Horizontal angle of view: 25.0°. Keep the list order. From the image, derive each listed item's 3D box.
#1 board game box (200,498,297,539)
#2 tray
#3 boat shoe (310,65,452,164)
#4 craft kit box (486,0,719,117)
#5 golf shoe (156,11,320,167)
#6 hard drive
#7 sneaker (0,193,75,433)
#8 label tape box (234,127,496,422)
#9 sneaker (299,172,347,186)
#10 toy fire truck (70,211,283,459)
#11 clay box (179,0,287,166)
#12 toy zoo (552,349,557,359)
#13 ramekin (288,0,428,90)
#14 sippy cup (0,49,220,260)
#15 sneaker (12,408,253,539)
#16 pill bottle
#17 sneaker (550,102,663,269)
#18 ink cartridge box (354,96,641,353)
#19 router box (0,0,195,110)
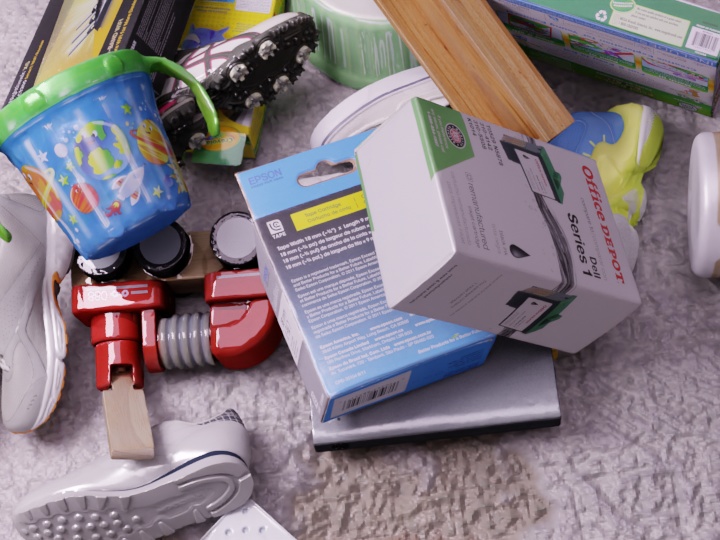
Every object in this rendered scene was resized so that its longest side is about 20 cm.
[{"bbox_3d":[-0.086,0.311,1.249,0.200,0.026,0.200,39,74,20],"label":"board game box"},{"bbox_3d":[0.088,-0.180,1.332,0.037,0.099,0.200,-37,89,-21],"label":"tray"},{"bbox_3d":[0.056,-0.131,1.417,0.199,0.071,0.070,-23,62,-12],"label":"boat shoe"},{"bbox_3d":[0.209,-0.197,1.355,0.199,0.198,0.049,20,85,12],"label":"craft kit box"},{"bbox_3d":[-0.129,-0.171,1.397,0.200,0.077,0.088,-36,58,-9],"label":"golf shoe"},{"bbox_3d":[0.056,0.068,1.319,0.199,0.033,0.140,-6,65,2],"label":"hard drive"},{"bbox_3d":[-0.290,0.032,1.319,0.092,0.076,0.201,3,92,-32],"label":"sneaker"},{"bbox_3d":[0.000,0.000,1.285,0.144,0.063,0.201,-18,69,-14],"label":"label tape box"},{"bbox_3d":[0.012,-0.062,1.395,0.199,0.076,0.089,-2,33,18],"label":"sneaker"},{"bbox_3d":[-0.149,0.060,1.327,0.175,0.129,0.201,-4,76,3],"label":"toy fire truck"},{"bbox_3d":[-0.139,-0.179,1.468,0.114,0.048,0.201,6,68,9],"label":"clay box"},{"bbox_3d":[0.080,0.033,1.362,0.199,0.020,0.132,-16,65,-2],"label":"toy zoo"},{"bbox_3d":[0.027,-0.270,1.464,0.199,0.098,0.201,-2,65,5],"label":"ramekin"},{"bbox_3d":[-0.202,-0.084,1.272,0.177,0.140,0.131,-30,89,19],"label":"sippy cup"},{"bbox_3d":[-0.183,0.170,1.308,0.199,0.077,0.081,-15,43,2],"label":"sneaker"},{"bbox_3d":[0.371,-0.053,1.318,0.199,0.120,0.120,1,65,6],"label":"pill bottle"},{"bbox_3d":[0.185,-0.053,1.373,0.105,0.076,0.201,10,63,27],"label":"sneaker"},{"bbox_3d":[0.106,-0.031,1.241,0.199,0.084,0.147,13,50,-37],"label":"ink cartridge box"},{"bbox_3d":[-0.219,-0.217,1.427,0.157,0.052,0.201,-18,44,36],"label":"router box"}]
